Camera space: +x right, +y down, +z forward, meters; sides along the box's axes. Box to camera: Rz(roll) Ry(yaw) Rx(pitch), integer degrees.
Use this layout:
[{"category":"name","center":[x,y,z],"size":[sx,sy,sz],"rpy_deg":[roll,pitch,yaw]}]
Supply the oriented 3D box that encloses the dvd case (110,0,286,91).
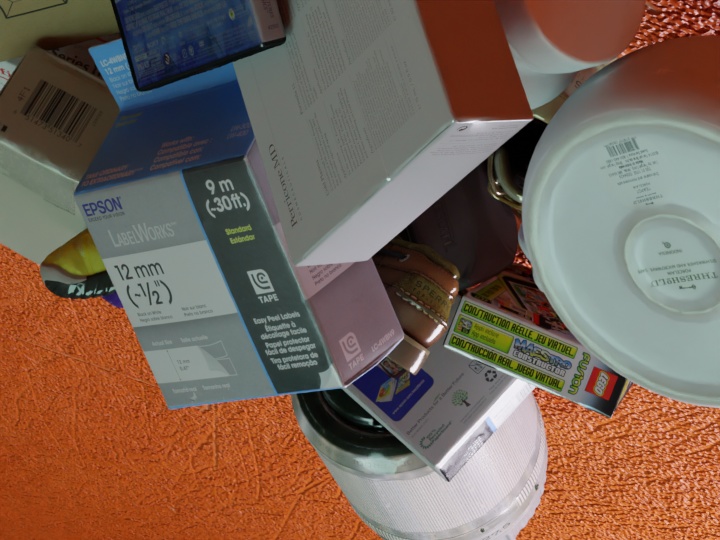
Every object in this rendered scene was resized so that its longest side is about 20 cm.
[{"category":"dvd case","center":[-0.102,-0.197,1.026],"size":[0.142,0.017,0.202],"rpy_deg":[-8,98,59]}]

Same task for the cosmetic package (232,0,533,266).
[{"category":"cosmetic package","center":[-0.006,-0.124,0.983],"size":[0.051,0.202,0.151],"rpy_deg":[-4,158,-36]}]

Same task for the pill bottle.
[{"category":"pill bottle","center":[0.047,-0.129,1.046],"size":[0.111,0.112,0.199],"rpy_deg":[38,156,-26]}]

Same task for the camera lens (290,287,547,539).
[{"category":"camera lens","center":[0.046,0.107,1.504],"size":[0.159,0.161,0.200],"rpy_deg":[16,156,26]}]

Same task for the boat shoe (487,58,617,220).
[{"category":"boat shoe","center":[0.100,-0.068,1.181],"size":[0.073,0.067,0.200],"rpy_deg":[22,157,13]}]

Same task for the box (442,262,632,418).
[{"category":"box","center":[0.124,0.040,1.301],"size":[0.109,0.035,0.200],"rpy_deg":[23,-170,9]}]

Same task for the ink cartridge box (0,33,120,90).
[{"category":"ink cartridge box","center":[-0.197,-0.129,1.386],"size":[0.116,0.068,0.200],"rpy_deg":[22,158,14]}]

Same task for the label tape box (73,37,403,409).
[{"category":"label tape box","center":[-0.079,-0.031,1.114],"size":[0.143,0.066,0.201],"rpy_deg":[-9,112,43]}]

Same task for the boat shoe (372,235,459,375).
[{"category":"boat shoe","center":[0.000,0.000,1.224],"size":[0.072,0.068,0.200],"rpy_deg":[34,179,-34]}]

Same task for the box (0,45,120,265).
[{"category":"box","center":[-0.191,-0.061,1.342],"size":[0.082,0.069,0.200],"rpy_deg":[28,160,3]}]

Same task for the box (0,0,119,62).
[{"category":"box","center":[-0.203,-0.191,1.200],"size":[0.162,0.021,0.200],"rpy_deg":[-14,151,1]}]

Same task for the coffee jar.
[{"category":"coffee jar","center":[0.009,-0.035,1.314],"size":[0.199,0.085,0.105],"rpy_deg":[-3,108,52]}]

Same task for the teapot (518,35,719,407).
[{"category":"teapot","center":[0.183,-0.039,1.032],"size":[0.199,0.146,0.198],"rpy_deg":[29,134,15]}]

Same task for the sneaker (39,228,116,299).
[{"category":"sneaker","center":[-0.103,-0.045,1.221],"size":[0.077,0.199,0.075],"rpy_deg":[64,-171,-8]}]

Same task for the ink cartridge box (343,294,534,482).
[{"category":"ink cartridge box","center":[0.021,0.044,1.401],"size":[0.200,0.099,0.039],"rpy_deg":[41,174,30]}]

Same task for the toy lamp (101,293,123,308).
[{"category":"toy lamp","center":[-0.082,-0.046,1.279],"size":[0.199,0.058,0.058],"rpy_deg":[-32,127,22]}]
